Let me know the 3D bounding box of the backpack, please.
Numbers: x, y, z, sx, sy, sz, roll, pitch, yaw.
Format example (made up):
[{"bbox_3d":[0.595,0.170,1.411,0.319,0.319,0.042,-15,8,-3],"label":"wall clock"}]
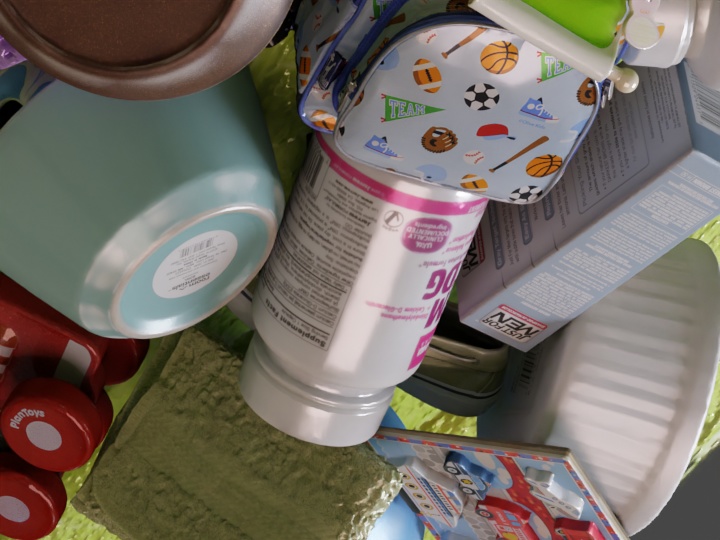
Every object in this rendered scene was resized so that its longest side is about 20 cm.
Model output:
[{"bbox_3d":[0.065,-0.143,1.611,0.200,0.154,0.191,11,129,-21],"label":"backpack"}]

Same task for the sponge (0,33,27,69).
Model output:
[{"bbox_3d":[-0.205,-0.171,1.588,0.200,0.030,0.112,-18,109,20],"label":"sponge"}]

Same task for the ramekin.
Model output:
[{"bbox_3d":[0.150,0.064,1.837,0.098,0.201,0.201,15,137,-14],"label":"ramekin"}]

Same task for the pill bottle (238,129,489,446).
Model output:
[{"bbox_3d":[0.000,0.000,1.732,0.113,0.113,0.200,11,120,-19],"label":"pill bottle"}]

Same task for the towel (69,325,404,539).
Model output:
[{"bbox_3d":[-0.079,0.135,1.802,0.149,0.200,0.036,-59,153,1],"label":"towel"}]

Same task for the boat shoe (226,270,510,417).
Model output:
[{"bbox_3d":[0.006,0.026,1.841,0.200,0.072,0.062,22,128,3],"label":"boat shoe"}]

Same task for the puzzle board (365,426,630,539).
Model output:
[{"bbox_3d":[0.097,0.161,1.827,0.150,0.017,0.200,5,149,29],"label":"puzzle board"}]

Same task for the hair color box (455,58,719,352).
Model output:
[{"bbox_3d":[0.142,-0.047,1.729,0.061,0.099,0.200,26,132,-35],"label":"hair color box"}]

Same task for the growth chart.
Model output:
[{"bbox_3d":[0.124,-0.208,1.530,0.144,0.200,0.018,18,174,-26],"label":"growth chart"}]

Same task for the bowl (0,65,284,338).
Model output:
[{"bbox_3d":[-0.124,-0.035,1.684,0.201,0.105,0.201,-28,152,-16],"label":"bowl"}]

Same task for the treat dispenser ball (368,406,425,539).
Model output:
[{"bbox_3d":[-0.054,0.158,1.917,0.200,0.201,0.201,-3,141,-3],"label":"treat dispenser ball"}]

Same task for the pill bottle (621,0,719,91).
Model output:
[{"bbox_3d":[0.252,-0.157,1.643,0.199,0.112,0.112,2,140,-9],"label":"pill bottle"}]

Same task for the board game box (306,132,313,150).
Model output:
[{"bbox_3d":[0.077,-0.066,1.798,0.200,0.032,0.120,-13,137,9],"label":"board game box"}]

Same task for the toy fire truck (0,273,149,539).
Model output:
[{"bbox_3d":[-0.246,0.075,1.886,0.168,0.112,0.200,28,134,-2],"label":"toy fire truck"}]

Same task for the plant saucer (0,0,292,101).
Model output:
[{"bbox_3d":[-0.131,-0.181,1.532,0.200,0.032,0.201,5,113,11],"label":"plant saucer"}]

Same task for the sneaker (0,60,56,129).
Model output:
[{"bbox_3d":[-0.218,-0.063,1.732,0.072,0.073,0.200,8,140,-19],"label":"sneaker"}]
